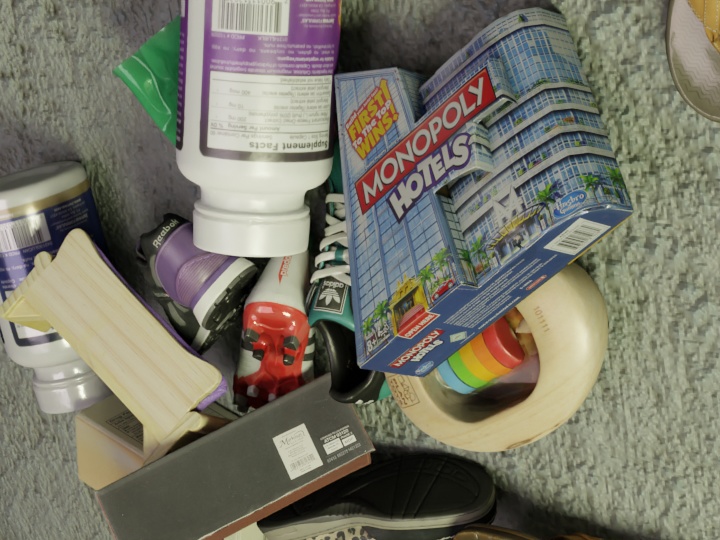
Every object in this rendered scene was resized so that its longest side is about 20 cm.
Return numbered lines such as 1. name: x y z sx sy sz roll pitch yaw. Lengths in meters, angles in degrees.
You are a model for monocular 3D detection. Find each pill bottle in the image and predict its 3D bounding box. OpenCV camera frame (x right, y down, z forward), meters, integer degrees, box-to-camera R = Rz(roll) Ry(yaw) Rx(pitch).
1. pill bottle: -0.267 0.016 1.353 0.110 0.111 0.203 1 110 44
2. pill bottle: -0.071 -0.116 1.069 0.111 0.111 0.203 14 105 39

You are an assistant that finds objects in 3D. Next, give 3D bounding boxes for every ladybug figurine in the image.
1. ladybug figurine: 0.093 0.048 1.047 0.199 0.072 0.137 -27 89 47

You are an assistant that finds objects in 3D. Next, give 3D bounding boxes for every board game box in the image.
1. board game box: 0.056 -0.070 0.984 0.200 0.061 0.202 -41 52 37

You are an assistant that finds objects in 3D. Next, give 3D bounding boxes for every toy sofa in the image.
1. toy sofa: -0.183 0.066 1.231 0.200 0.083 0.098 43 92 19

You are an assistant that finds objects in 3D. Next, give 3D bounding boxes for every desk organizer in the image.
1. desk organizer: -0.090 0.162 1.173 0.072 0.198 0.077 60 171 24

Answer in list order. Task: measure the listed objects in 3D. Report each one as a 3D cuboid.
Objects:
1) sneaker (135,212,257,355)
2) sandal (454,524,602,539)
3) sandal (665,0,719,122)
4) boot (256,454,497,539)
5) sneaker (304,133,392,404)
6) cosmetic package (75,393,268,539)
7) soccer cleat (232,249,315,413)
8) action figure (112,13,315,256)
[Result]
1. sneaker: -0.129 0.003 1.198 0.087 0.076 0.200 42 163 4
2. sandal: 0.159 0.211 1.072 0.198 0.055 0.083 1 115 29
3. sandal: 0.211 -0.170 0.837 0.082 0.054 0.201 40 132 23
4. boot: 0.034 0.226 1.201 0.201 0.074 0.155 -11 118 29
5. sneaker: 0.000 0.000 1.106 0.071 0.080 0.203 6 111 42
6. cosmetic package: -0.138 0.170 1.311 0.199 0.105 0.072 26 125 35
7. soccer cleat: -0.061 0.053 1.202 0.068 0.086 0.201 13 152 3
8. action figure: -0.098 -0.091 1.171 0.201 0.055 0.118 56 148 -8
